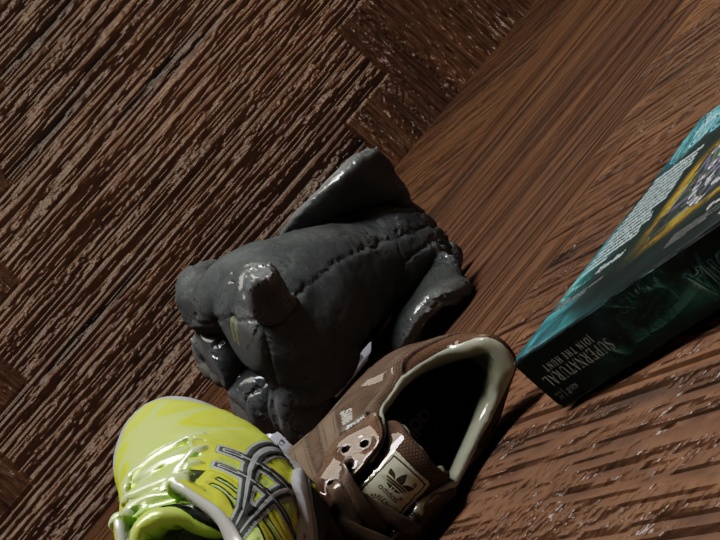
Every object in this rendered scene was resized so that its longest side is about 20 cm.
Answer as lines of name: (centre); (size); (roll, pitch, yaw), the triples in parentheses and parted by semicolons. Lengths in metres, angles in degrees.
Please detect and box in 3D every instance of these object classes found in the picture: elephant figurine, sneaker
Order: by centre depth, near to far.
sneaker: (-0.055, 0.094, 0.960); (0.075, 0.077, 0.200); (-36, 31, 1)
sneaker: (-0.008, 0.092, 1.033); (0.200, 0.070, 0.076); (-52, 7, -35)
elephant figurine: (0.000, 0.000, 1.551); (0.199, 0.142, 0.155); (-34, 27, -23)

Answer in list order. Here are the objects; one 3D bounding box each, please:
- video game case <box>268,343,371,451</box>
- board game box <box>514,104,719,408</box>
video game case: (-0.042, 0.091, 1.816); (0.182, 0.023, 0.200); (-50, 3, -8)
board game box: (0.134, -0.031, 0.919); (0.135, 0.028, 0.200); (-50, 3, -23)
